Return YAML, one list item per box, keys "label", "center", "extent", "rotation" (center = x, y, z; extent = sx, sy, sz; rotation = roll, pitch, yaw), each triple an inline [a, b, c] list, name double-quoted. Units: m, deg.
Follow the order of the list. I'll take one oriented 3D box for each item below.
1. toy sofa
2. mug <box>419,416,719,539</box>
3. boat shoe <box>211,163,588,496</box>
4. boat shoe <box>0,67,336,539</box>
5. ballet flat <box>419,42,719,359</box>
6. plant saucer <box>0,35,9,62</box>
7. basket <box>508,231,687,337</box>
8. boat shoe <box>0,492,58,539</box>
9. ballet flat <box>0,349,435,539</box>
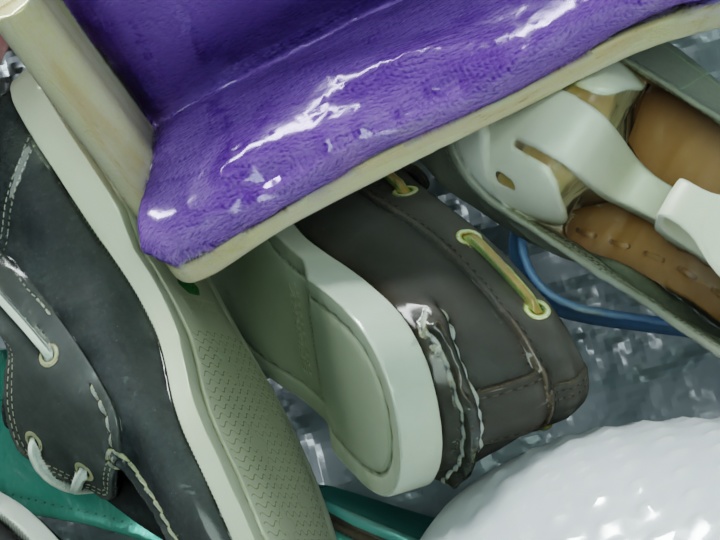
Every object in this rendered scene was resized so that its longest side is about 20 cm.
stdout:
- label: "toy sofa"
  center: [0.006, -0.088, 0.794]
  extent: [0.199, 0.083, 0.098]
  rotation: [-25, 36, 13]
- label: "mug"
  center: [0.075, 0.111, 0.739]
  extent: [0.199, 0.175, 0.149]
  rotation: [-7, 101, -39]
- label: "boat shoe"
  center: [0.000, 0.000, 0.855]
  extent: [0.060, 0.201, 0.072]
  rotation: [-14, 120, -16]
- label: "boat shoe"
  center: [-0.064, 0.037, 0.840]
  extent: [0.067, 0.072, 0.201]
  rotation: [-35, 67, 12]
- label: "ballet flat"
  center: [0.080, -0.024, 0.792]
  extent: [0.200, 0.064, 0.068]
  rotation: [35, 93, 25]
- label: "plant saucer"
  center: [-0.186, -0.107, 0.881]
  extent: [0.200, 0.051, 0.202]
  rotation: [-5, 79, 29]
- label: "basket"
  center: [0.153, -0.055, 0.870]
  extent: [0.199, 0.139, 0.177]
  rotation: [12, 80, -1]
- label: "boat shoe"
  center: [-0.138, 0.079, 0.864]
  extent: [0.060, 0.074, 0.200]
  rotation: [-28, 70, -37]
- label: "ballet flat"
  center: [-0.029, 0.087, 0.887]
  extent: [0.199, 0.067, 0.071]
  rotation: [24, 95, 8]
